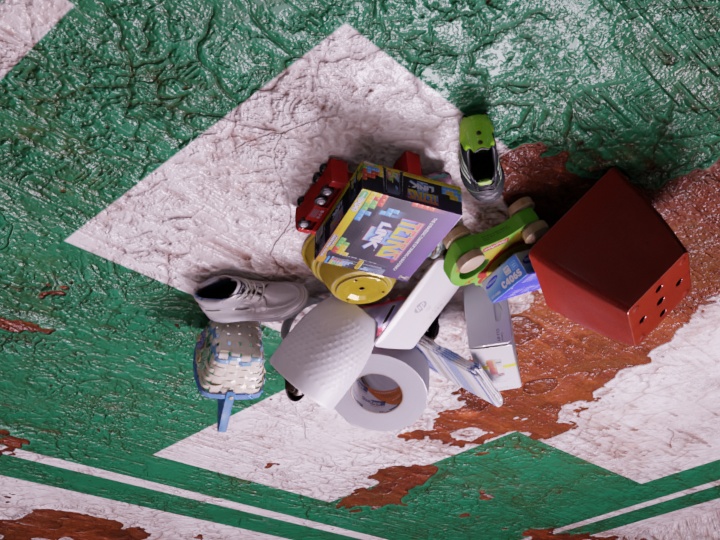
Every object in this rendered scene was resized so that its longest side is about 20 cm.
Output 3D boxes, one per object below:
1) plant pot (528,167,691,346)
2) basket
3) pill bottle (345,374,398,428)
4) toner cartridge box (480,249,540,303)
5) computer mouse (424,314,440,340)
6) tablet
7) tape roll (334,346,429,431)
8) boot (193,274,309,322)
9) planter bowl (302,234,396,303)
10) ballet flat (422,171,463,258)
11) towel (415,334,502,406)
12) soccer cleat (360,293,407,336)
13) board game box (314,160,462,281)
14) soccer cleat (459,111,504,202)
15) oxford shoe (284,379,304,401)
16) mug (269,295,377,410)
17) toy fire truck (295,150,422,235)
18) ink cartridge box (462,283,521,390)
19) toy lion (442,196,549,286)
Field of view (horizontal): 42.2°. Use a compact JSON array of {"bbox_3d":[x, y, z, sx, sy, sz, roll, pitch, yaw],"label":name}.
[{"bbox_3d":[0.414,-0.001,1.491,0.200,0.176,0.200,-43,146,-6],"label":"plant pot"},{"bbox_3d":[-0.252,0.182,1.783,0.137,0.177,0.202,2,129,-13],"label":"basket"},{"bbox_3d":[0.029,0.254,1.985,0.114,0.117,0.200,7,147,-19],"label":"pill bottle"},{"bbox_3d":[0.303,-0.002,1.597,0.199,0.043,0.095,-13,155,-44],"label":"toner cartridge box"},{"bbox_3d":[0.058,0.109,1.827,0.197,0.044,0.110,-7,146,-2],"label":"computer mouse"},{"bbox_3d":[0.115,0.063,1.675,0.129,0.014,0.201,9,121,-53],"label":"tablet"},{"bbox_3d":[0.036,0.218,1.816,0.197,0.066,0.202,5,127,7],"label":"tape roll"},{"bbox_3d":[-0.197,0.047,1.658,0.197,0.074,0.096,-10,155,10],"label":"boot"},{"bbox_3d":[0.000,0.000,1.603,0.197,0.084,0.201,-4,148,-2],"label":"planter bowl"},{"bbox_3d":[0.131,-0.088,1.504,0.070,0.070,0.201,-17,146,-3],"label":"ballet flat"},{"bbox_3d":[0.176,0.183,1.778,0.199,0.024,0.147,26,161,42],"label":"towel"},{"bbox_3d":[0.043,0.094,1.757,0.197,0.078,0.067,-9,165,11],"label":"soccer cleat"},{"bbox_3d":[0.038,-0.069,1.419,0.163,0.057,0.200,13,145,-18],"label":"board game box"},{"bbox_3d":[0.180,-0.149,1.389,0.067,0.082,0.201,-10,148,9],"label":"soccer cleat"},{"bbox_3d":[-0.117,0.211,1.928,0.072,0.085,0.201,3,146,-9],"label":"oxford shoe"},{"bbox_3d":[-0.070,0.124,1.694,0.176,0.200,0.147,-52,138,-1],"label":"mug"},{"bbox_3d":[-0.006,-0.117,1.446,0.139,0.049,0.200,11,144,-23],"label":"toy fire truck"},{"bbox_3d":[0.250,0.123,1.779,0.082,0.147,0.201,-9,148,10],"label":"ink cartridge box"},{"bbox_3d":[0.227,-0.028,1.568,0.198,0.069,0.192,-23,155,-15],"label":"toy lion"}]
